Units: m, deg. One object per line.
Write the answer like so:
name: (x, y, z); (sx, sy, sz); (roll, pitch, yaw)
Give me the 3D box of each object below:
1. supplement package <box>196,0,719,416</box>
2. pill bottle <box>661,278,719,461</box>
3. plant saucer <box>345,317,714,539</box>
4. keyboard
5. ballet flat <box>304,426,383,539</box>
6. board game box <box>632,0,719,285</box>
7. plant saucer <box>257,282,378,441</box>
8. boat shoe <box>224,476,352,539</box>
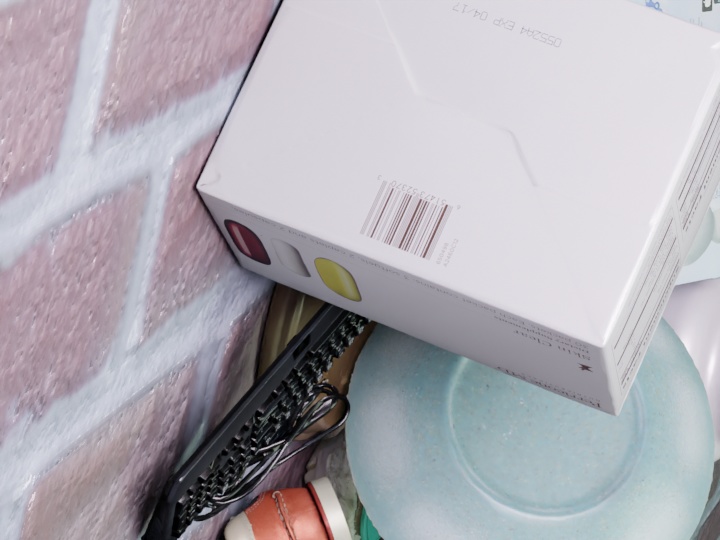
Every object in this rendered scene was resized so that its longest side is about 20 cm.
supplement package: (0.053, -0.051, 1.332); (0.156, 0.199, 0.111); (-65, 164, -13)
pill bottle: (0.157, 0.049, 1.646); (0.112, 0.199, 0.113); (-23, 117, -56)
plant saucer: (0.093, 0.081, 1.529); (0.039, 0.200, 0.202); (116, 0, -70)
keyboard: (-0.028, 0.063, 1.411); (0.200, 0.040, 0.104); (-48, 173, -25)
ballet flat: (0.000, 0.130, 1.643); (0.200, 0.071, 0.072); (80, 33, -57)
board game box: (0.105, -0.083, 1.501); (0.198, 0.043, 0.201); (-10, 105, -38)
plant saucer: (0.000, 0.000, 1.546); (0.200, 0.029, 0.201); (20, 90, -74)
boat shoe: (-0.035, 0.173, 1.584); (0.062, 0.071, 0.200); (-22, 154, -9)
